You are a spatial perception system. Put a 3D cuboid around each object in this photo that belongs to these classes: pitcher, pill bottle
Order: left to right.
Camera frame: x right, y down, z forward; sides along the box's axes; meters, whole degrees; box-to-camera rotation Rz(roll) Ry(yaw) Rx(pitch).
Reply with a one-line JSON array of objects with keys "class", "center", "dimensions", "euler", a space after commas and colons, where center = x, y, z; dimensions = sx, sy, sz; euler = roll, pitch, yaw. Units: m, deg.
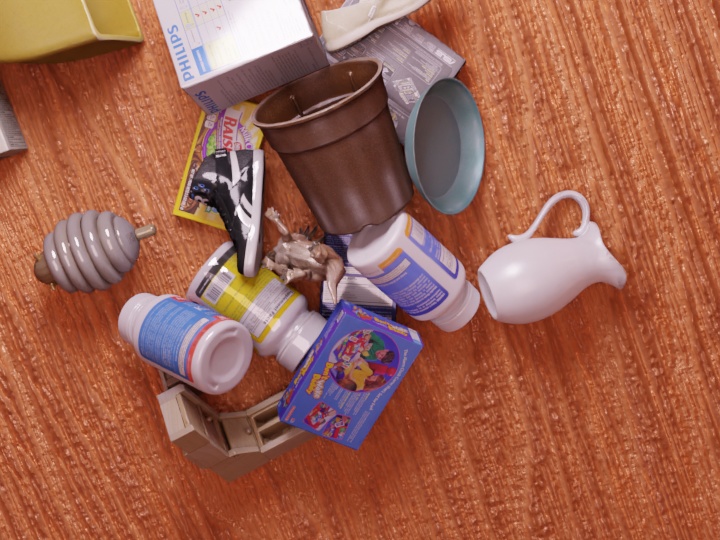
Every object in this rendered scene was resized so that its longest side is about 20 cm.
[{"class": "pill bottle", "center": [-0.262, 0.099, 1.695], "dimensions": [0.200, 0.112, 0.112], "euler": [20, 100, 37]}, {"class": "pill bottle", "center": [-0.152, 0.057, 1.745], "dimensions": [0.200, 0.114, 0.114], "euler": [37, 97, 3]}, {"class": "pill bottle", "center": [0.084, 0.004, 1.715], "dimensions": [0.112, 0.112, 0.200], "euler": [-45, 119, 7]}, {"class": "pitcher", "center": [0.273, -0.019, 1.736], "dimensions": [0.200, 0.121, 0.172], "euler": [-19, 76, -6]}]

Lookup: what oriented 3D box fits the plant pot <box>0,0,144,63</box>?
[{"class": "plant pot", "center": [-0.465, -0.390, 1.675], "dimensions": [0.200, 0.196, 0.195], "euler": [-19, 96, 11]}]

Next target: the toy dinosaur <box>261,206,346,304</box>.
[{"class": "toy dinosaur", "center": [-0.072, -0.017, 1.700], "dimensions": [0.200, 0.135, 0.086], "euler": [32, 97, 35]}]

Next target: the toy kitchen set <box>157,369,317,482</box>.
[{"class": "toy kitchen set", "center": [-0.192, 0.186, 1.752], "dimensions": [0.180, 0.200, 0.163], "euler": [-28, 58, 5]}]

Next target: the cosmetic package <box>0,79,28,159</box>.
[{"class": "cosmetic package", "center": [-0.587, -0.260, 1.736], "dimensions": [0.087, 0.103, 0.200], "euler": [-20, 95, 4]}]

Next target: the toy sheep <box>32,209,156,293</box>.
[{"class": "toy sheep", "center": [-0.400, -0.031, 1.743], "dimensions": [0.200, 0.138, 0.138], "euler": [-25, 96, 5]}]

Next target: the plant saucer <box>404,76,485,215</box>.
[{"class": "plant saucer", "center": [0.118, -0.181, 1.692], "dimensions": [0.036, 0.200, 0.200], "euler": [3, 99, 36]}]

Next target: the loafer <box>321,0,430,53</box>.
[{"class": "loafer", "center": [0.028, -0.383, 1.659], "dimensions": [0.200, 0.076, 0.068], "euler": [-28, 101, 5]}]

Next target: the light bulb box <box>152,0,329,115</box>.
[{"class": "light bulb box", "center": [-0.177, -0.361, 1.667], "dimensions": [0.200, 0.125, 0.199], "euler": [-21, 75, 5]}]

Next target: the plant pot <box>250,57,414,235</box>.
[{"class": "plant pot", "center": [-0.025, -0.171, 1.655], "dimensions": [0.200, 0.200, 0.198], "euler": [-23, 115, 5]}]

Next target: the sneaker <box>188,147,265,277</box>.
[{"class": "sneaker", "center": [-0.200, -0.085, 1.715], "dimensions": [0.112, 0.073, 0.200], "euler": [1, 69, 1]}]

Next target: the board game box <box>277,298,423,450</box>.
[{"class": "board game box", "center": [-0.017, 0.156, 1.703], "dimensions": [0.134, 0.045, 0.200], "euler": [24, 110, -20]}]

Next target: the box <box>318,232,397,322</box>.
[{"class": "box", "center": [0.000, 0.000, 1.780], "dimensions": [0.121, 0.032, 0.200], "euler": [4, 99, 2]}]

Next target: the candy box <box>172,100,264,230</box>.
[{"class": "candy box", "center": [-0.211, -0.167, 1.771], "dimensions": [0.102, 0.026, 0.200], "euler": [16, 98, -4]}]

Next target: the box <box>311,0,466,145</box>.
[{"class": "box", "center": [0.033, -0.307, 1.731], "dimensions": [0.200, 0.048, 0.159], "euler": [35, 98, -2]}]
